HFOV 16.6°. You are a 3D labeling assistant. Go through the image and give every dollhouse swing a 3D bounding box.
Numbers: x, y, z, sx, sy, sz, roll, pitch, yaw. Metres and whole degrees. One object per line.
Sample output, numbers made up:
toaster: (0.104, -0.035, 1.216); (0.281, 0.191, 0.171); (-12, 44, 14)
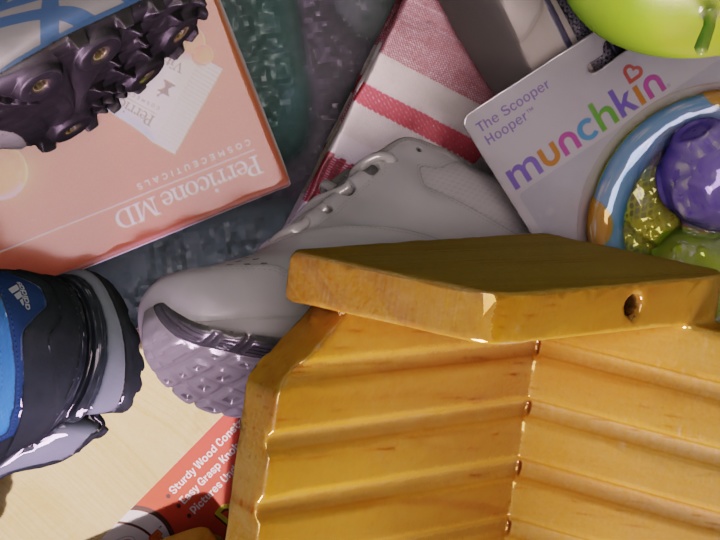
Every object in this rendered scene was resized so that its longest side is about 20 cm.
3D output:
dollhouse swing: (0.080, 0.107, 0.772); (0.182, 0.176, 0.200); (-4, 108, -48)

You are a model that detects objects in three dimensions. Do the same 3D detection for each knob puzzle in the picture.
knob puzzle: (-0.060, 0.104, 0.913); (0.220, 0.030, 0.220); (0, 97, -2)

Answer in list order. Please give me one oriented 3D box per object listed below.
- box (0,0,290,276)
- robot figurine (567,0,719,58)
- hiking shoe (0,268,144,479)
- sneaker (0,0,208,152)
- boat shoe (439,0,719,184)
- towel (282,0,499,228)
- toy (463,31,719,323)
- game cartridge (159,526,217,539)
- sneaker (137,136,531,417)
box: (-0.120, -0.102, 0.865); (0.124, 0.097, 0.200); (-23, 99, -4)
robot figurine: (0.090, -0.153, 0.805); (0.175, 0.116, 0.200); (-23, 62, -18)
hiking shoe: (-0.163, 0.066, 0.828); (0.087, 0.074, 0.200); (17, 121, -46)
sneaker: (-0.147, -0.064, 0.786); (0.200, 0.072, 0.072); (-21, 72, -10)
boat shoe: (0.100, -0.079, 0.893); (0.093, 0.075, 0.200); (-35, 108, -9)
towel: (0.038, 0.005, 0.935); (0.144, 0.023, 0.200); (27, 92, -10)
toy: (0.138, 0.000, 0.856); (0.115, 0.047, 0.200); (-34, 109, -3)
game cartridge: (-0.084, 0.205, 0.892); (0.176, 0.032, 0.200); (-20, 104, 11)
sneaker: (0.000, 0.000, 0.858); (0.200, 0.075, 0.087); (-7, 78, -45)
